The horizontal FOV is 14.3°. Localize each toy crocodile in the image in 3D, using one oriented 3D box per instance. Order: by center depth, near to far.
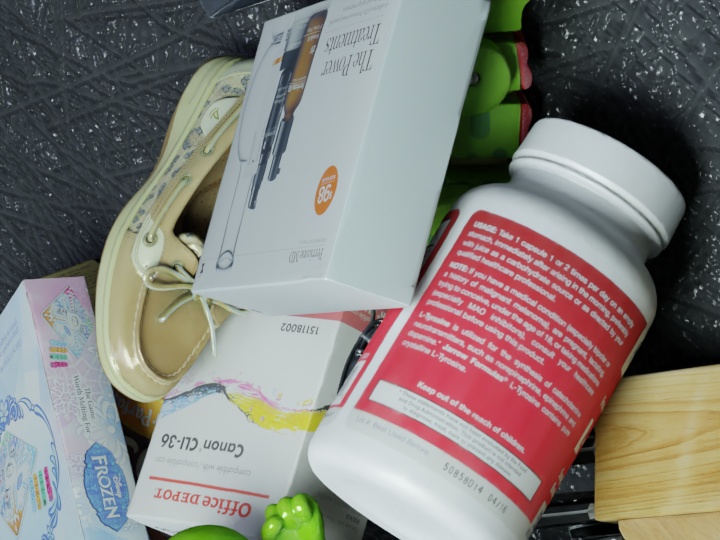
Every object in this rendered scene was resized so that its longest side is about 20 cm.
[{"bbox_3d":[0.060,-0.070,1.430,0.068,0.061,0.201,-101,13,-62],"label":"toy crocodile"}]

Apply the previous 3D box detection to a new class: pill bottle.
[{"bbox_3d":[0.069,0.033,1.352,0.112,0.200,0.112,30,166,8],"label":"pill bottle"}]

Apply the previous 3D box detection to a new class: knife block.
[{"bbox_3d":[0.156,0.075,1.377,0.200,0.064,0.176,-59,46,23],"label":"knife block"}]

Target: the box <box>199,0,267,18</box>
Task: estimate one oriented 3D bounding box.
[{"bbox_3d":[-0.017,-0.236,1.403,0.200,0.104,0.149,-27,86,48],"label":"box"}]

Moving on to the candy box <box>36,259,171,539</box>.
[{"bbox_3d":[-0.117,0.092,1.676,0.200,0.055,0.116,32,127,32],"label":"candy box"}]

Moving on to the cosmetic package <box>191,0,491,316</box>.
[{"bbox_3d":[-0.013,-0.057,1.406,0.200,0.051,0.152,173,111,-68],"label":"cosmetic package"}]

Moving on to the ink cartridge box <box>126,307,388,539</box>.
[{"bbox_3d":[-0.049,0.091,1.521,0.116,0.067,0.201,4,72,44],"label":"ink cartridge box"}]

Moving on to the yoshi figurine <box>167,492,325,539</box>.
[{"bbox_3d":[-0.023,0.171,1.413,0.199,0.112,0.113,3,106,6],"label":"yoshi figurine"}]

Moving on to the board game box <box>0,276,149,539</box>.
[{"bbox_3d":[-0.184,0.137,1.645,0.200,0.043,0.200,-49,52,54],"label":"board game box"}]

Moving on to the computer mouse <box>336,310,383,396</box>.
[{"bbox_3d":[0.000,0.000,1.450,0.058,0.201,0.034,-17,136,15],"label":"computer mouse"}]

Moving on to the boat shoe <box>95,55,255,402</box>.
[{"bbox_3d":[-0.082,-0.026,1.513,0.063,0.073,0.201,0,66,46],"label":"boat shoe"}]
